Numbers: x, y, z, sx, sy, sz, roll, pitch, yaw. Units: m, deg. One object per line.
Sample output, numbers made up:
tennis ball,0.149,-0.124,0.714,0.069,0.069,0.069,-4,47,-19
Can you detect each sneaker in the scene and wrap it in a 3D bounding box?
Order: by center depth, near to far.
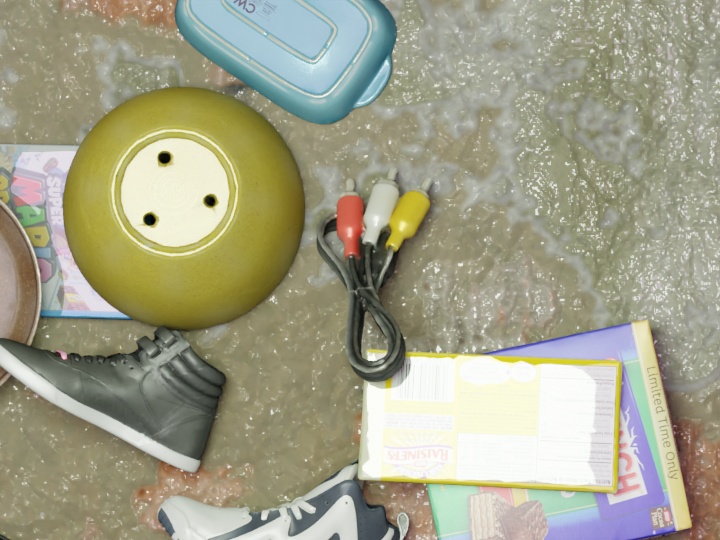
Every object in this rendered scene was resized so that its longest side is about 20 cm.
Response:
sneaker,-0.052,0.194,1.669,0.199,0.079,0.130,26,88,7
sneaker,-0.198,0.077,1.680,0.200,0.071,0.099,28,87,-15

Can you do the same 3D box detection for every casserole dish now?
casserole dish,-0.065,-0.207,1.714,0.200,0.039,0.121,34,90,8

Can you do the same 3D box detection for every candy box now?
candy box,0.100,0.116,1.607,0.199,0.026,0.103,3,85,8
candy box,0.149,0.142,1.651,0.199,0.077,0.170,-12,84,4

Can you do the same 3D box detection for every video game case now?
video game case,-0.272,-0.033,1.734,0.199,0.018,0.144,2,86,6

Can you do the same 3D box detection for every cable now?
cable,0.000,0.000,1.646,0.097,0.050,0.200,-2,44,15

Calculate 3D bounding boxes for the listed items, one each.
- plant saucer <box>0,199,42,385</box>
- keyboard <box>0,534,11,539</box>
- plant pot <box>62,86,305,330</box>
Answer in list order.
plant saucer,-0.355,0.017,1.712,0.200,0.037,0.201,0,90,6
keyboard,-0.367,0.245,1.724,0.200,0.040,0.104,24,70,12
plant pot,-0.142,-0.055,1.647,0.199,0.142,0.201,0,87,-3
